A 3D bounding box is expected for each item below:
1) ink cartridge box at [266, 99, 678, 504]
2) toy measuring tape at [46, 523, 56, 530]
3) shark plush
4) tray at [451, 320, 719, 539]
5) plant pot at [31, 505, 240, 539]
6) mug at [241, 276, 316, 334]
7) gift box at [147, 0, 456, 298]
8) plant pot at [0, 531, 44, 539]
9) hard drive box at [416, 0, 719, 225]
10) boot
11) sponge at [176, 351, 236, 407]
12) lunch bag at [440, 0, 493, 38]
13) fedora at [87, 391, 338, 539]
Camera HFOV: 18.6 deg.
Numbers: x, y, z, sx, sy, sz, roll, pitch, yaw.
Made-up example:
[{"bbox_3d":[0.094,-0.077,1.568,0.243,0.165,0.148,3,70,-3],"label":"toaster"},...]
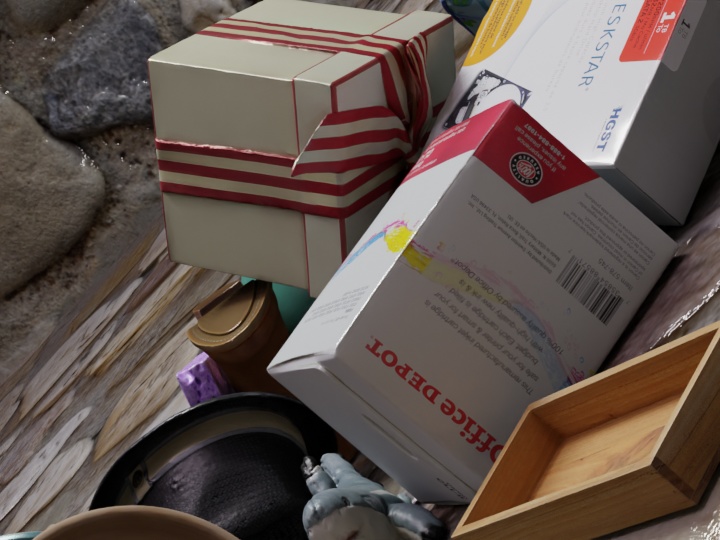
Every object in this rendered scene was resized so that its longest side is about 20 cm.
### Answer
[{"bbox_3d":[0.066,0.026,1.369,0.201,0.145,0.145,-53,11,-18],"label":"ink cartridge box"},{"bbox_3d":[-0.175,0.255,1.585,0.073,0.201,0.074,-6,40,5],"label":"toy measuring tape"},{"bbox_3d":[-0.003,0.144,1.416,0.091,0.083,0.200,-46,12,18],"label":"shark plush"},{"bbox_3d":[0.131,0.097,1.171,0.099,0.037,0.200,-56,13,-29],"label":"tray"},{"bbox_3d":[-0.138,0.253,1.362,0.201,0.200,0.093,-59,-6,-41],"label":"plant pot"},{"bbox_3d":[-0.005,0.007,1.765,0.114,0.184,0.153,-48,31,49],"label":"mug"},{"bbox_3d":[-0.033,-0.078,1.563,0.185,0.186,0.200,10,32,30],"label":"gift box"},{"bbox_3d":[-0.214,0.312,1.468,0.200,0.199,0.189,-44,28,27],"label":"plant pot"},{"bbox_3d":[0.152,-0.115,1.464,0.199,0.077,0.157,2,62,52],"label":"hard drive box"},{"bbox_3d":[-0.062,0.087,1.640,0.076,0.156,0.200,-36,6,-11],"label":"boot"},{"bbox_3d":[-0.100,0.117,1.730,0.030,0.112,0.200,-29,2,1],"label":"sponge"},{"bbox_3d":[0.166,-0.216,1.615,0.198,0.161,0.083,-6,74,27],"label":"lunch bag"},{"bbox_3d":[-0.095,0.183,1.568,0.201,0.200,0.092,-46,45,19],"label":"fedora"}]
